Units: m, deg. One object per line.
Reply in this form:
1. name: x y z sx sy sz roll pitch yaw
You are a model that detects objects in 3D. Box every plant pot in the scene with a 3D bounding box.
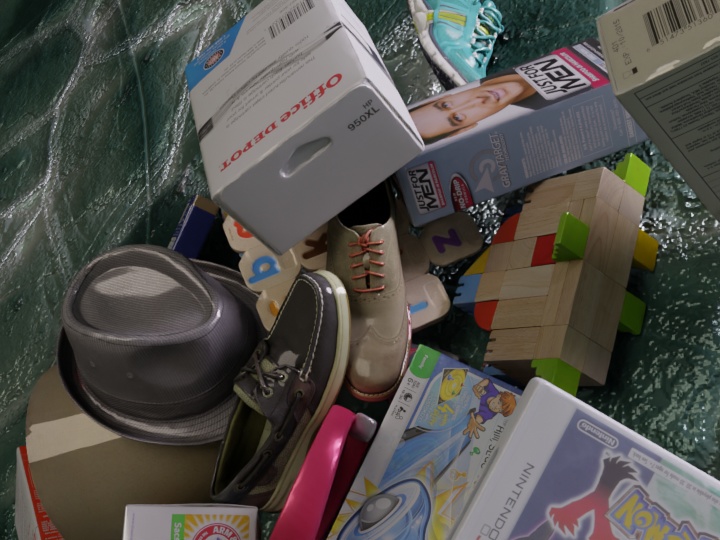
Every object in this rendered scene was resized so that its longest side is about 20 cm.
1. plant pot: -0.158 0.142 0.896 0.199 0.187 0.188 -20 51 15

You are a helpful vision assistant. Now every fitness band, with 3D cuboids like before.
1. fitness band: -0.033 0.176 0.748 0.037 0.200 0.144 23 74 6

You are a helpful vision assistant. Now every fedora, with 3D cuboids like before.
1. fedora: -0.163 0.044 0.817 0.199 0.090 0.177 20 60 20

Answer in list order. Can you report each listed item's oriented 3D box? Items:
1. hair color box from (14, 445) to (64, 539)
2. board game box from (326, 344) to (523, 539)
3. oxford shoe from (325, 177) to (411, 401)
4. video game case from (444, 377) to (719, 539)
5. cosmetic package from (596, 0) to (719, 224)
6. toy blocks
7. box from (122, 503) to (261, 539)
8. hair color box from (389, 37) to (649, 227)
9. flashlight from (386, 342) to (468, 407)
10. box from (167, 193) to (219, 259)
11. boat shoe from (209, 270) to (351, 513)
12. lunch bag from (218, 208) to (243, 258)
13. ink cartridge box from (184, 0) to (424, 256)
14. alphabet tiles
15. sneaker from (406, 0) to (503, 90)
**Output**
1. hair color box: -0.285 0.272 0.964 0.200 0.064 0.111 55 140 47
2. board game box: 0.061 0.171 0.714 0.135 0.034 0.200 23 80 16
3. oxford shoe: 0.000 0.000 0.779 0.070 0.075 0.201 -7 66 1
4. video game case: 0.142 0.189 0.574 0.183 0.200 0.023 -60 4 -6
5. cosmetic package: 0.245 -0.104 0.641 0.105 0.200 0.071 -25 49 28
6. toy blocks: 0.134 0.010 0.768 0.137 0.100 0.201 -10 57 52
7. box: -0.130 0.286 0.764 0.101 0.113 0.201 2 67 -3
8. hair color box: 0.117 -0.113 0.798 0.199 0.061 0.099 -21 29 0
9. flashlight: 0.006 0.084 0.852 0.068 0.068 0.200 -44 32 -27
10. box: -0.207 0.017 1.067 0.200 0.032 0.121 -64 12 -4
11. boat shoe: -0.065 0.096 0.765 0.072 0.066 0.201 34 112 48
12. lunch bag: -0.065 -0.109 0.969 0.200 0.127 0.170 -53 22 7
13. ink cartridge box: -0.051 -0.130 0.788 0.144 0.084 0.200 -36 40 14
14. alphabet tiles: -0.007 -0.030 0.842 0.195 0.015 0.200 -23 67 -6
15. sneaker: 0.098 -0.224 0.955 0.079 0.078 0.200 -27 48 16
